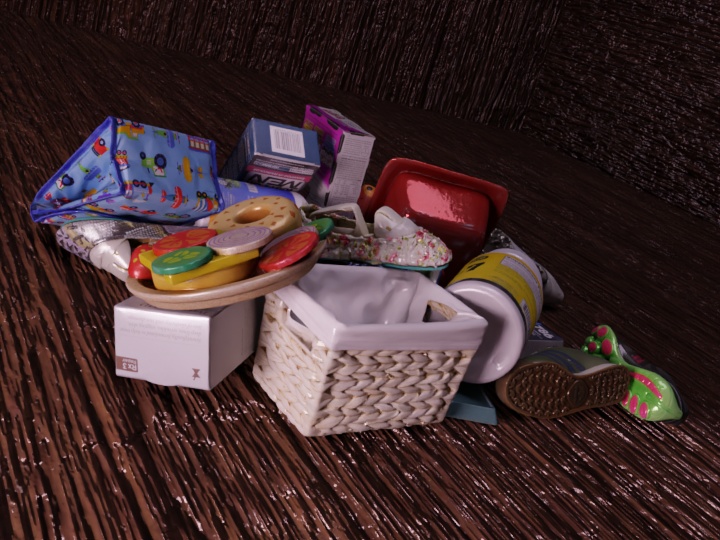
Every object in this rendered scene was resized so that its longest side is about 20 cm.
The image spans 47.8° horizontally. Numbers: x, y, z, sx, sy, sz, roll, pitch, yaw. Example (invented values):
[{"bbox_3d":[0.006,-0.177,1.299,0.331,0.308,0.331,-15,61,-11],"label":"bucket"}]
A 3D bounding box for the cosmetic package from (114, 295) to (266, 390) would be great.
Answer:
[{"bbox_3d":[-0.152,0.045,0.814,0.100,0.076,0.200,6,14,13],"label":"cosmetic package"}]

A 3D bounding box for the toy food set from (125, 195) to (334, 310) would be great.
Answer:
[{"bbox_3d":[-0.121,-0.018,0.759,0.197,0.050,0.197,-19,20,-27],"label":"toy food set"}]

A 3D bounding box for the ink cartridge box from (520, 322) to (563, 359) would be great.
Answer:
[{"bbox_3d":[0.200,0.087,1.110,0.197,0.040,0.099,6,21,-34],"label":"ink cartridge box"}]

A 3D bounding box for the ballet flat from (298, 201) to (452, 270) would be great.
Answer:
[{"bbox_3d":[0.006,-0.041,0.904,0.196,0.065,0.076,6,22,23],"label":"ballet flat"}]

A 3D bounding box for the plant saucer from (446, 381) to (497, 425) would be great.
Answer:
[{"bbox_3d":[0.102,0.117,0.964,0.069,0.019,0.200,13,18,-17],"label":"plant saucer"}]

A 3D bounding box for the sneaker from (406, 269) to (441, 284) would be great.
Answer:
[{"bbox_3d":[0.038,0.031,1.020,0.076,0.077,0.199,42,33,11],"label":"sneaker"}]

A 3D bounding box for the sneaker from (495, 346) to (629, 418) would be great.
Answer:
[{"bbox_3d":[0.226,0.131,0.984,0.197,0.069,0.089,2,9,-30],"label":"sneaker"}]

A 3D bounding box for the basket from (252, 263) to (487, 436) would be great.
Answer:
[{"bbox_3d":[0.005,0.078,0.814,0.197,0.126,0.135,2,24,-38],"label":"basket"}]

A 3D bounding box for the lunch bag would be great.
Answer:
[{"bbox_3d":[-0.286,-0.091,0.971,0.198,0.096,0.149,-21,-16,37],"label":"lunch bag"}]

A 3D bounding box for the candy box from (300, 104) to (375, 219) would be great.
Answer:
[{"bbox_3d":[-0.055,-0.129,1.220,0.060,0.203,0.136,5,23,-31],"label":"candy box"}]

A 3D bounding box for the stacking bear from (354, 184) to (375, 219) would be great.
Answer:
[{"bbox_3d":[0.070,-0.101,1.414,0.196,0.115,0.123,4,45,-8],"label":"stacking bear"}]

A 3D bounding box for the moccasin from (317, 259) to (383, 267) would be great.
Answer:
[{"bbox_3d":[-0.024,-0.003,0.980,0.198,0.069,0.080,-25,21,-26],"label":"moccasin"}]

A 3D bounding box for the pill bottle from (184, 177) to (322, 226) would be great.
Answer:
[{"bbox_3d":[-0.133,-0.056,1.083,0.197,0.114,0.112,8,20,-28],"label":"pill bottle"}]

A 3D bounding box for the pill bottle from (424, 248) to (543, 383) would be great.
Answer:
[{"bbox_3d":[0.154,0.044,0.960,0.113,0.116,0.200,22,21,14],"label":"pill bottle"}]

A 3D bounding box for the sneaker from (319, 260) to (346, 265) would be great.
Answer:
[{"bbox_3d":[0.000,0.000,1.089,0.075,0.090,0.198,28,19,34],"label":"sneaker"}]

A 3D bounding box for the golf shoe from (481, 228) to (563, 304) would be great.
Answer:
[{"bbox_3d":[0.270,0.002,1.396,0.096,0.079,0.201,26,17,-35],"label":"golf shoe"}]

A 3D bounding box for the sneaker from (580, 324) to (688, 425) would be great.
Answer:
[{"bbox_3d":[0.353,0.142,1.068,0.083,0.077,0.201,29,16,-26],"label":"sneaker"}]

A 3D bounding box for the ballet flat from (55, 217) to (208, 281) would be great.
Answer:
[{"bbox_3d":[-0.251,-0.021,0.944,0.196,0.073,0.072,2,22,-18],"label":"ballet flat"}]

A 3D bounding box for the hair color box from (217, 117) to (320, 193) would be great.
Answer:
[{"bbox_3d":[-0.142,-0.123,1.143,0.098,0.200,0.062,7,60,-28],"label":"hair color box"}]

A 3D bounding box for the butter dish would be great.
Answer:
[{"bbox_3d":[0.103,-0.038,1.204,0.196,0.201,0.149,15,42,-9],"label":"butter dish"}]
